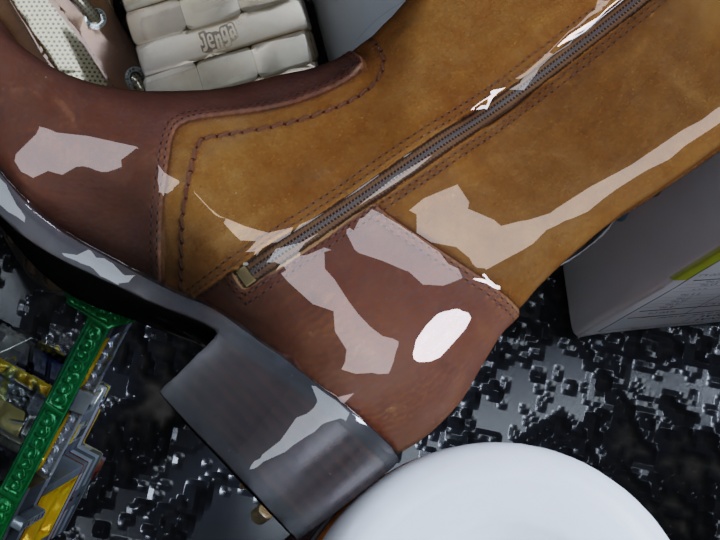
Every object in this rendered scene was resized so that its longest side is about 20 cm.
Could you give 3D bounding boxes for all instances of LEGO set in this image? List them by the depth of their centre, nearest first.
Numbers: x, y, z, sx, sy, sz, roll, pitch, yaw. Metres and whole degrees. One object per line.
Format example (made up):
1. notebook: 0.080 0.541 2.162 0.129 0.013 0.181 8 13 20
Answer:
1. LEGO set: -0.137 0.002 0.829 0.200 0.116 0.154 20 97 7

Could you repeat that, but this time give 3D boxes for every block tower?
1. block tower: -0.051 -0.106 0.831 0.058 0.054 0.200 -17 95 1

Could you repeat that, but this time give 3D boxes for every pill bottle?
1. pill bottle: 0.020 0.117 0.798 0.113 0.200 0.113 2 79 -11

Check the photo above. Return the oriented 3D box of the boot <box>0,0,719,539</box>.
1. boot: -0.005 -0.060 0.725 0.200 0.068 0.188 -43 73 -6

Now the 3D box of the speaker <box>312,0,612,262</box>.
1. speaker: 0.023 -0.093 0.856 0.081 0.081 0.200 -5 51 -12

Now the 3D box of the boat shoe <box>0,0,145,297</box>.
1. boat shoe: -0.111 -0.092 0.882 0.072 0.076 0.200 -26 95 -20

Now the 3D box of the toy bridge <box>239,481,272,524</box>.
1. toy bridge: 0.000 0.000 0.879 0.027 0.067 0.200 34 54 -15

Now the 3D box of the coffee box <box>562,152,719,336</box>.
1. coffee box: 0.173 -0.100 0.871 0.199 0.198 0.200 -5 79 -14
